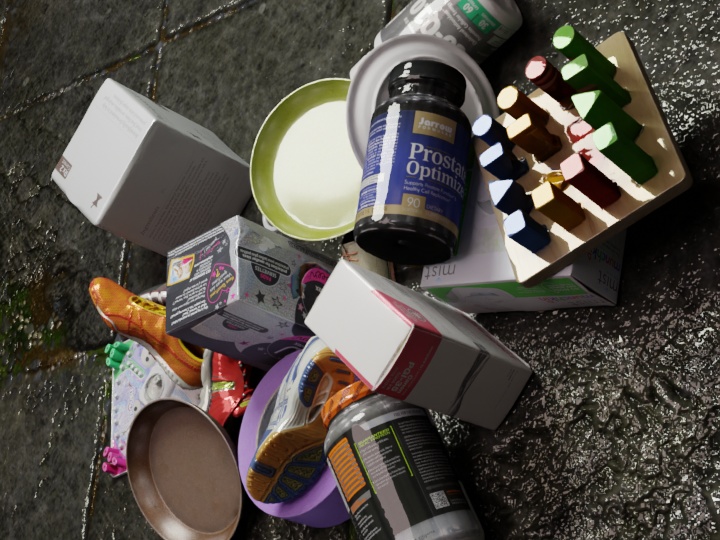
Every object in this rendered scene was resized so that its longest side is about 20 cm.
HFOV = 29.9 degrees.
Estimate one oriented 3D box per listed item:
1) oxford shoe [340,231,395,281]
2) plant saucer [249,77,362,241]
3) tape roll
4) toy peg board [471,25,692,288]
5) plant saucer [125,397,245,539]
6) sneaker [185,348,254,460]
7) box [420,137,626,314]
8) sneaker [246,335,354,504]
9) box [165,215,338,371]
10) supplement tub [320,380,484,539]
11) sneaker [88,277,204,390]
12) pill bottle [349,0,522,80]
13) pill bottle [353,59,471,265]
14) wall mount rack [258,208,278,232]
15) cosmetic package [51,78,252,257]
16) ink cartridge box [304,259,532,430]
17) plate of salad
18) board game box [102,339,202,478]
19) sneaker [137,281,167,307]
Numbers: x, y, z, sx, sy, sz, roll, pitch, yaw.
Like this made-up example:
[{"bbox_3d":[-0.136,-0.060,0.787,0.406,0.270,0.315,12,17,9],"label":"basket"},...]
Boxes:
[{"bbox_3d":[0.000,0.000,1.610,0.070,0.074,0.202,-12,63,41],"label":"oxford shoe"},{"bbox_3d":[-0.039,-0.129,1.610,0.198,0.031,0.202,-6,75,23],"label":"plant saucer"},{"bbox_3d":[-0.053,0.195,1.579,0.199,0.065,0.202,-21,59,38],"label":"tape roll"},{"bbox_3d":[0.191,-0.126,1.329,0.199,0.098,0.201,-34,49,26],"label":"toy peg board"},{"bbox_3d":[-0.212,0.252,1.678,0.199,0.034,0.202,10,106,37],"label":"plant saucer"},{"bbox_3d":[-0.154,0.153,1.702,0.085,0.077,0.202,11,90,41],"label":"sneaker"},{"bbox_3d":[0.180,-0.052,1.444,0.199,0.096,0.178,-4,66,43],"label":"box"},{"bbox_3d":[-0.067,0.167,1.521,0.201,0.075,0.088,-60,19,9],"label":"sneaker"},{"bbox_3d":[-0.117,0.036,1.616,0.132,0.199,0.116,-24,58,35],"label":"box"},{"bbox_3d":[0.038,0.218,1.410,0.122,0.122,0.201,-38,61,26],"label":"supplement tub"},{"bbox_3d":[-0.264,0.068,1.752,0.077,0.200,0.073,-51,3,22],"label":"sneaker"},{"bbox_3d":[0.088,-0.272,1.623,0.200,0.113,0.114,-42,47,24],"label":"pill bottle"},{"bbox_3d":[0.059,-0.116,1.439,0.111,0.112,0.202,-9,65,42],"label":"pill bottle"},{"bbox_3d":[-0.051,-0.137,1.733,0.173,0.074,0.202,-7,67,47],"label":"wall mount rack"},{"bbox_3d":[-0.280,-0.130,1.857,0.165,0.199,0.166,39,100,46],"label":"cosmetic package"},{"bbox_3d":[0.063,0.081,1.418,0.146,0.199,0.083,41,103,46],"label":"ink cartridge box"},{"bbox_3d":[0.070,-0.169,1.542,0.048,0.199,0.202,-12,61,65],"label":"plate of salad"},{"bbox_3d":[-0.283,0.161,1.851,0.199,0.026,0.201,-26,55,34],"label":"board game box"},{"bbox_3d":[-0.201,0.013,1.800,0.198,0.076,0.116,-3,51,26],"label":"sneaker"}]
